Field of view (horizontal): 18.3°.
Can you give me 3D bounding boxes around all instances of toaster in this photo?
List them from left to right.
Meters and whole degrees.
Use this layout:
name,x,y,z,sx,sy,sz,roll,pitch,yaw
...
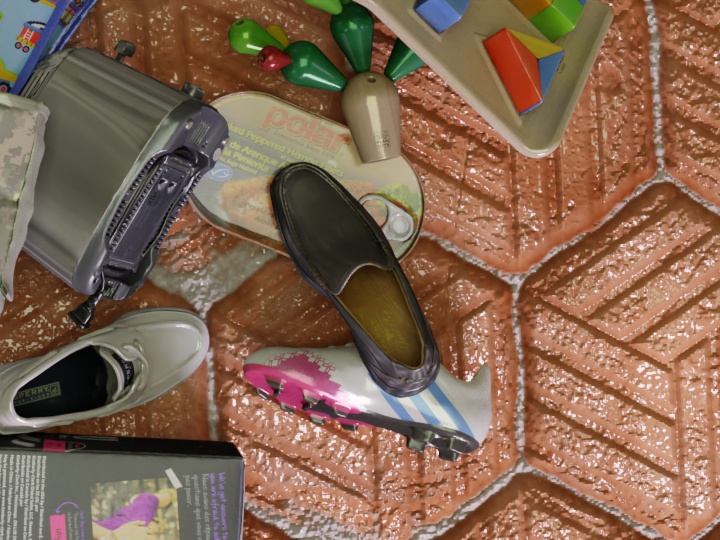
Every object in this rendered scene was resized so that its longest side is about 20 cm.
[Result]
name,x,y,z,sx,sy,sz,roll,pitch,yaw
toaster,-0.201,-0.070,1.668,0.129,0.114,0.201,33,96,18

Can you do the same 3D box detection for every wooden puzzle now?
name,x,y,z,sx,sy,sz,roll,pitch,yaw
wooden puzzle,0.100,-0.208,1.684,0.200,0.046,0.186,39,49,-14

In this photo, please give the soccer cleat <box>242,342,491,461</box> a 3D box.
name,x,y,z,sx,sy,sz,roll,pitch,yaw
soccer cleat,0.009,0.083,1.743,0.199,0.070,0.087,18,71,-8

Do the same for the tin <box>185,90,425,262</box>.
name,x,y,z,sx,sy,sz,roll,pitch,yaw
tin,-0.046,-0.067,1.738,0.199,0.042,0.113,23,93,-7

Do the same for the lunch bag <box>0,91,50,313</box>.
name,x,y,z,sx,sy,sz,roll,pitch,yaw
lunch bag,-0.325,-0.054,1.593,0.199,0.118,0.165,11,80,10

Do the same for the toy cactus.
name,x,y,z,sx,sy,sz,roll,pitch,yaw
toy cactus,0.006,-0.167,1.700,0.199,0.102,0.166,-12,90,-24

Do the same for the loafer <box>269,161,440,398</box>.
name,x,y,z,sx,sy,sz,roll,pitch,yaw
loafer,0.000,0.000,1.683,0.073,0.072,0.200,-34,84,-10

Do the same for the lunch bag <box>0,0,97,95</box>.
name,x,y,z,sx,sy,sz,roll,pitch,yaw
lunch bag,-0.287,-0.209,1.667,0.150,0.094,0.201,33,93,7

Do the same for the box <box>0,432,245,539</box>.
name,x,y,z,sx,sy,sz,roll,pitch,yaw
box,-0.191,0.181,1.686,0.199,0.122,0.107,3,91,-8

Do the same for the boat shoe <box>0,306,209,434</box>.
name,x,y,z,sx,sy,sz,roll,pitch,yaw
boat shoe,-0.190,0.079,1.678,0.199,0.065,0.074,-24,102,-32
